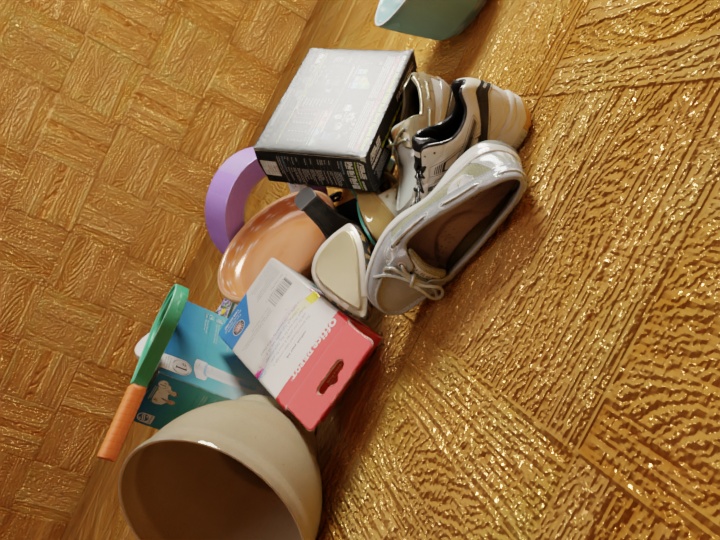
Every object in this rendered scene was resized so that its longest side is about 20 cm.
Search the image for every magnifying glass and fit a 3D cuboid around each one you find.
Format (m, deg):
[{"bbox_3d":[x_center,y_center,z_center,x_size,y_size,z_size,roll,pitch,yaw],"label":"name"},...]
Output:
[{"bbox_3d":[-0.235,0.106,0.675,0.080,0.022,0.200,-29,41,57],"label":"magnifying glass"}]

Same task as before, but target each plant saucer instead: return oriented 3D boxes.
[{"bbox_3d":[-0.112,-0.028,0.869,0.200,0.037,0.200,-23,41,21],"label":"plant saucer"}]

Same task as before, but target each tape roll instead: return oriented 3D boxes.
[{"bbox_3d":[-0.148,-0.098,1.007,0.066,0.200,0.200,21,86,45],"label":"tape roll"}]

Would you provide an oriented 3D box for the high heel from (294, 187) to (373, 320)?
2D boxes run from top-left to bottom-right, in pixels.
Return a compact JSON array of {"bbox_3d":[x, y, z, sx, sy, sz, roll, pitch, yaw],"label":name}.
[{"bbox_3d":[0.000,0.000,0.722,0.071,0.143,0.200,-35,49,11],"label":"high heel"}]

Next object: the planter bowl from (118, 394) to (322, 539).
[{"bbox_3d":[-0.122,0.214,0.638,0.200,0.200,0.135,-53,-1,30],"label":"planter bowl"}]

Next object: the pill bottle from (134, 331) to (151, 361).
[{"bbox_3d":[-0.241,0.178,0.905,0.114,0.200,0.114,-15,25,7],"label":"pill bottle"}]

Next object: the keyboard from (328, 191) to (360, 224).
[{"bbox_3d":[-0.065,-0.064,0.912,0.200,0.021,0.127,-22,41,20],"label":"keyboard"}]

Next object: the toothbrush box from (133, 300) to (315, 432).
[{"bbox_3d":[-0.161,0.141,0.772,0.085,0.200,0.146,-55,23,24],"label":"toothbrush box"}]

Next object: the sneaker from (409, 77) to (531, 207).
[{"bbox_3d":[0.077,-0.099,0.619,0.200,0.088,0.076,-59,22,21],"label":"sneaker"}]

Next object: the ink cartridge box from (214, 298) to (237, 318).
[{"bbox_3d":[-0.135,0.033,0.928,0.109,0.050,0.200,16,65,37],"label":"ink cartridge box"}]

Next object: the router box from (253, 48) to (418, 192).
[{"bbox_3d":[-0.024,-0.197,0.788,0.062,0.150,0.200,68,-143,-52],"label":"router box"}]

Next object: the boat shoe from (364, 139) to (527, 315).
[{"bbox_3d":[0.073,-0.027,0.570,0.202,0.074,0.065,-47,21,26],"label":"boat shoe"}]

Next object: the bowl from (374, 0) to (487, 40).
[{"bbox_3d":[0.116,-0.402,0.852,0.201,0.105,0.201,-51,25,35],"label":"bowl"}]

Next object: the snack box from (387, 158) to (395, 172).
[{"bbox_3d":[-0.035,-0.178,0.950,0.037,0.116,0.200,-63,19,-3],"label":"snack box"}]

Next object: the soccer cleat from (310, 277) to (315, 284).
[{"bbox_3d":[-0.053,0.064,0.789,0.078,0.069,0.200,-38,30,46],"label":"soccer cleat"}]

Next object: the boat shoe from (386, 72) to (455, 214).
[{"bbox_3d":[0.065,-0.148,0.733,0.075,0.068,0.200,-36,35,54],"label":"boat shoe"}]

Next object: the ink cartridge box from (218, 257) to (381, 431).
[{"bbox_3d":[-0.061,0.083,0.692,0.200,0.067,0.116,36,91,42],"label":"ink cartridge box"}]

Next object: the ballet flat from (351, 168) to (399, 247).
[{"bbox_3d":[0.027,-0.086,0.771,0.063,0.069,0.200,-37,29,11],"label":"ballet flat"}]
